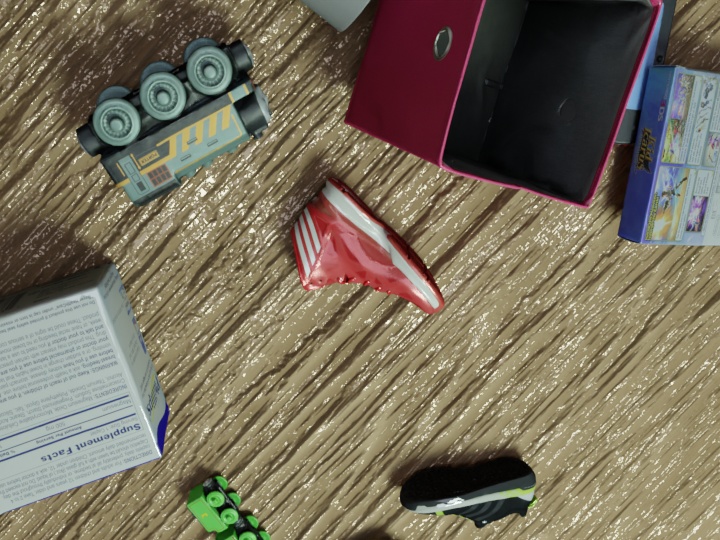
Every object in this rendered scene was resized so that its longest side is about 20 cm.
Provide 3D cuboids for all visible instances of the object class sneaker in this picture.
[{"bbox_3d":[0.000,0.000,0.798,0.115,0.078,0.200,-43,97,12],"label":"sneaker"},{"bbox_3d":[0.148,0.311,0.904,0.194,0.072,0.085,-5,107,-10],"label":"sneaker"}]

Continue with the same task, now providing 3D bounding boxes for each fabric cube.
[{"bbox_3d":[0.127,-0.199,0.668,0.195,0.199,0.201,9,107,-31],"label":"fabric cube"}]

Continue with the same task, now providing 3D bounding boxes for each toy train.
[{"bbox_3d":[-0.188,-0.155,0.707,0.197,0.085,0.116,-30,121,-4],"label":"toy train"},{"bbox_3d":[-0.150,0.346,0.871,0.055,0.042,0.203,-28,109,8],"label":"toy train"}]

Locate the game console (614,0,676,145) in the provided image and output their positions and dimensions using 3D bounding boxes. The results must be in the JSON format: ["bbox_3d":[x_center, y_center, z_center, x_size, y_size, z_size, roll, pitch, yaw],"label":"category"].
[{"bbox_3d":[0.274,-0.257,0.797,0.171,0.031,0.206,3,104,-13],"label":"game console"}]

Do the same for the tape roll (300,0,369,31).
[{"bbox_3d":[0.010,-0.330,0.633,0.065,0.201,0.203,30,98,-18],"label":"tape roll"}]

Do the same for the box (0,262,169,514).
[{"bbox_3d":[-0.326,0.122,0.737,0.179,0.105,0.205,-17,107,-7],"label":"box"}]

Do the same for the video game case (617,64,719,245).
[{"bbox_3d":[0.412,-0.134,0.835,0.176,0.045,0.206,0,105,-25],"label":"video game case"}]
